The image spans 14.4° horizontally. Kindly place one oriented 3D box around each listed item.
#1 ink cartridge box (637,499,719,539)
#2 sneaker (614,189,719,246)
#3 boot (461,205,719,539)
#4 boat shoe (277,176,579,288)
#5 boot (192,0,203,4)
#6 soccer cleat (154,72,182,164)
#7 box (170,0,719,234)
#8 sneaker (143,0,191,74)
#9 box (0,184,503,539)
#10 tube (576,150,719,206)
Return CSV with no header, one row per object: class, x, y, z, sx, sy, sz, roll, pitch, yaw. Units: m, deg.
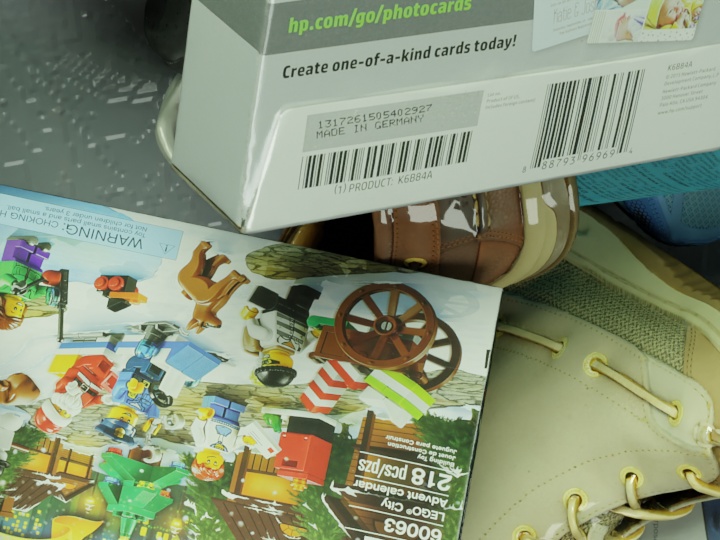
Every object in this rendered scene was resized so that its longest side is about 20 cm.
ink cartridge box,0.178,0.087,0.980,0.199,0.088,0.145,-3,165,36
sneaker,0.128,-0.077,0.870,0.078,0.090,0.200,-6,137,-27
boot,0.082,0.078,0.910,0.073,0.200,0.156,28,98,-47
boat shoe,0.000,0.000,0.892,0.067,0.072,0.200,-13,163,-23
boot,-0.040,-0.158,0.678,0.200,0.072,0.155,30,109,-29
soccer cleat,0.025,-0.084,0.833,0.200,0.078,0.069,-34,93,19
box,0.039,-0.115,0.689,0.156,0.041,0.201,-12,126,-32
sneaker,-0.049,-0.150,0.764,0.115,0.076,0.200,14,120,-22
box,-0.069,0.050,0.790,0.199,0.137,0.038,11,147,0
tube,0.086,-0.046,0.857,0.200,0.050,0.077,-7,136,49
